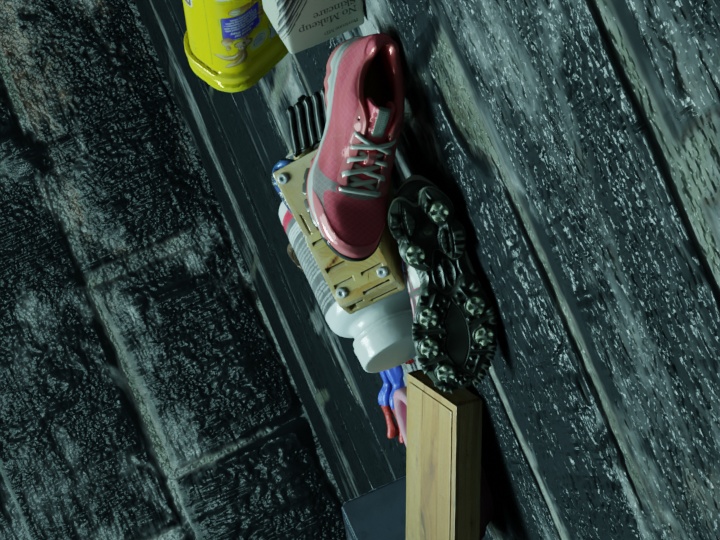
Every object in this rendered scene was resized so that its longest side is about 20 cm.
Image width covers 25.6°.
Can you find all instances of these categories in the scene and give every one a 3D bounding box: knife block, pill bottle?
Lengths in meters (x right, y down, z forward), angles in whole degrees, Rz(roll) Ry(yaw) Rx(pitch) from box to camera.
[{"bbox_3d":[-0.006,-0.079,1.489,0.201,0.064,0.175,63,-155,-4],"label":"knife block"},{"bbox_3d":[0.000,0.000,1.660,0.111,0.110,0.201,90,156,-68],"label":"pill bottle"}]

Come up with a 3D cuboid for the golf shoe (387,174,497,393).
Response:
[{"bbox_3d":[0.075,0.009,1.418,0.088,0.076,0.202,-94,-8,-69],"label":"golf shoe"}]

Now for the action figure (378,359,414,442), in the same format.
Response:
[{"bbox_3d":[0.034,0.104,1.915,0.065,0.051,0.202,-165,57,-72],"label":"action figure"}]

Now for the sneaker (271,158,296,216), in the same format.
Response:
[{"bbox_3d":[-0.018,-0.053,1.558,0.199,0.076,0.078,27,176,36],"label":"sneaker"}]

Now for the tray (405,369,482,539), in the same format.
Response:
[{"bbox_3d":[0.086,0.214,1.670,0.098,0.037,0.202,31,127,55],"label":"tray"}]

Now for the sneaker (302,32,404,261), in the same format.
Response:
[{"bbox_3d":[-0.001,-0.110,1.360,0.087,0.073,0.202,164,111,-69],"label":"sneaker"}]

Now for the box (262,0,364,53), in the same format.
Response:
[{"bbox_3d":[-0.050,-0.285,1.362,0.069,0.082,0.201,60,170,31],"label":"box"}]

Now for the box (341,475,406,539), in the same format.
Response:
[{"bbox_3d":[0.068,0.433,2.279,0.197,0.123,0.201,81,164,-62],"label":"box"}]

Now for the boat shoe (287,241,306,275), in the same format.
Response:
[{"bbox_3d":[0.003,0.009,1.799,0.074,0.075,0.203,0,141,43],"label":"boat shoe"}]

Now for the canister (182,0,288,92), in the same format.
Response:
[{"bbox_3d":[-0.107,-0.282,1.500,0.086,0.149,0.200,37,159,16],"label":"canister"}]

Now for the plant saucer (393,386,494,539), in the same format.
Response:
[{"bbox_3d":[0.099,0.221,1.810,0.200,0.050,0.202,158,90,-82],"label":"plant saucer"}]

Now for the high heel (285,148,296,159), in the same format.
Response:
[{"bbox_3d":[-0.023,-0.085,1.777,0.143,0.071,0.200,58,170,0],"label":"high heel"}]
